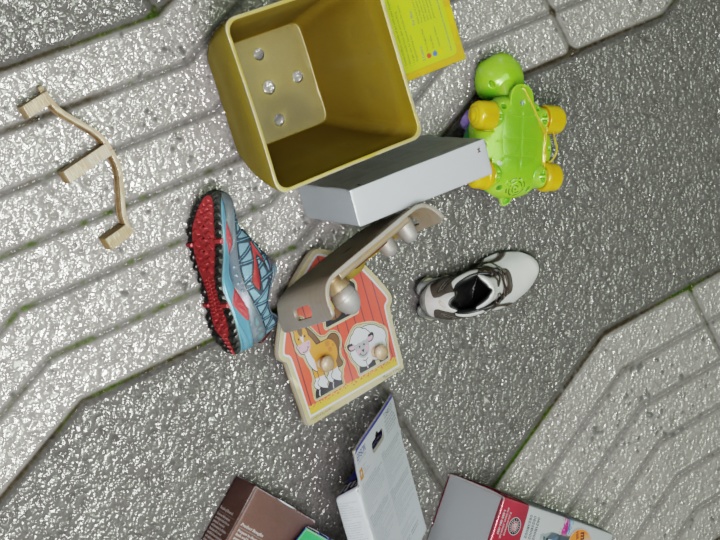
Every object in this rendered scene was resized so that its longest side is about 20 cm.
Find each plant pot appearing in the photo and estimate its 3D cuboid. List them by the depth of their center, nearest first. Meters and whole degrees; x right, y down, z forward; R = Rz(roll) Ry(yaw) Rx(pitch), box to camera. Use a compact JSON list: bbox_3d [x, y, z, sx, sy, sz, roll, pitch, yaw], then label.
[{"bbox_3d":[-0.075,-0.220,1.594,0.198,0.176,0.202,-24,104,-23],"label":"plant pot"}]

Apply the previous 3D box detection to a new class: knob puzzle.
[{"bbox_3d":[-0.027,0.068,1.703,0.218,0.030,0.223,-1,91,-39],"label":"knob puzzle"}]

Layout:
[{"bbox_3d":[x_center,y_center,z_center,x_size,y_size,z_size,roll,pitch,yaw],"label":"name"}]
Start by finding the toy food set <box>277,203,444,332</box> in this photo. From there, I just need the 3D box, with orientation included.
[{"bbox_3d":[0.000,0.000,1.624,0.200,0.143,0.061,-39,99,-27],"label":"toy food set"}]

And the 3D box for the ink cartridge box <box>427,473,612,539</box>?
[{"bbox_3d":[0.209,0.382,1.811,0.198,0.144,0.147,22,84,-28],"label":"ink cartridge box"}]

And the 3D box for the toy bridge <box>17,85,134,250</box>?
[{"bbox_3d":[-0.319,-0.126,1.559,0.067,0.027,0.201,-37,109,-23],"label":"toy bridge"}]

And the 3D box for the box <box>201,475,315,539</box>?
[{"bbox_3d":[-0.153,0.369,1.662,0.100,0.075,0.201,35,80,-25],"label":"box"}]

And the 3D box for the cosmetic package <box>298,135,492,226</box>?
[{"bbox_3d":[0.042,-0.115,1.679,0.198,0.150,0.052,-22,104,-24],"label":"cosmetic package"}]

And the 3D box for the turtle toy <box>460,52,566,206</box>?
[{"bbox_3d":[0.190,-0.187,1.778,0.144,0.101,0.203,1,93,-28],"label":"turtle toy"}]

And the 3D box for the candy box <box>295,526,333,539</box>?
[{"bbox_3d":[-0.080,0.444,1.645,0.200,0.076,0.170,-51,145,-28],"label":"candy box"}]

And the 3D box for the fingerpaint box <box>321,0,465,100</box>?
[{"bbox_3d":[0.023,-0.335,1.695,0.166,0.073,0.202,-25,105,-24],"label":"fingerpaint box"}]

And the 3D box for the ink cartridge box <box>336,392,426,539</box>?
[{"bbox_3d":[0.023,0.283,1.696,0.040,0.200,0.202,-10,102,18],"label":"ink cartridge box"}]

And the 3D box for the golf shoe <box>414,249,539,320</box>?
[{"bbox_3d":[0.171,0.026,1.792,0.198,0.094,0.079,-20,102,-26],"label":"golf shoe"}]

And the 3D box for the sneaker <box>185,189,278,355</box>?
[{"bbox_3d":[-0.151,-0.006,1.642,0.095,0.079,0.203,-21,111,-38],"label":"sneaker"}]
